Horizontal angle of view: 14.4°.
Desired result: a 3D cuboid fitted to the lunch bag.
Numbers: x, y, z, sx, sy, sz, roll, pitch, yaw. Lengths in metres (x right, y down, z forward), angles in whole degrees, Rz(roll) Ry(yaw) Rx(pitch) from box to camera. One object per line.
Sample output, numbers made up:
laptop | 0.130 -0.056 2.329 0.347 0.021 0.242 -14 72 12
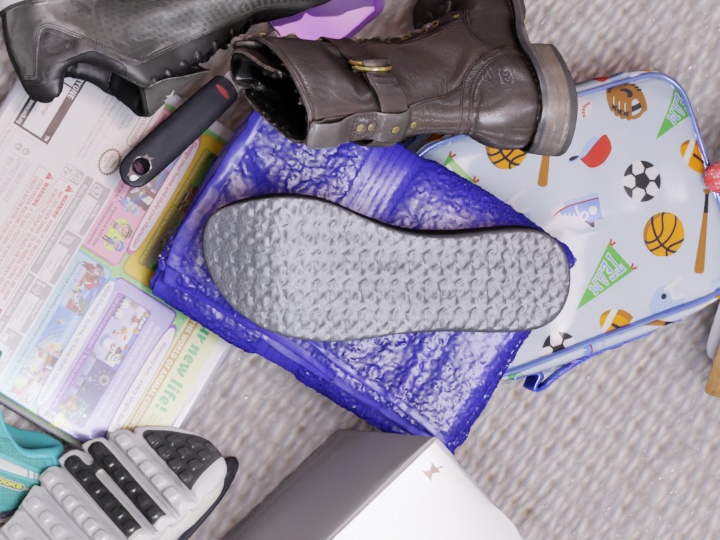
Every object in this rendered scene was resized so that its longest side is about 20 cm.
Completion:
lunch bag | 0.112 -0.020 1.643 0.199 0.076 0.161 -19 95 -16

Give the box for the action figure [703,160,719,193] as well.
action figure | 0.277 -0.075 1.673 0.199 0.052 0.066 -17 98 -32

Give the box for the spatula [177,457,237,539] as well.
spatula | -0.125 0.187 1.584 0.021 0.056 0.200 35 76 -15

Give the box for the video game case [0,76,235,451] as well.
video game case | -0.147 -0.009 1.599 0.182 0.022 0.200 32 79 -12

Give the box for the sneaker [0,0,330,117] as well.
sneaker | -0.105 -0.131 1.577 0.199 0.066 0.091 -7 84 -18

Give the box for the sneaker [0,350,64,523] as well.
sneaker | -0.236 0.050 1.536 0.080 0.078 0.200 -36 114 -2

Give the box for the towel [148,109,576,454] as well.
towel | 0.000 0.000 1.567 0.200 0.050 0.148 31 96 1

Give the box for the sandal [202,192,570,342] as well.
sandal | 0.011 0.003 1.531 0.199 0.043 0.076 8 96 -9

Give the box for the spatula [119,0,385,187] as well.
spatula | -0.067 -0.113 1.613 0.057 0.021 0.200 49 62 -7

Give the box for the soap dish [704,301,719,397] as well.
soap dish | 0.296 -0.010 1.629 0.157 0.081 0.201 -4 123 -33

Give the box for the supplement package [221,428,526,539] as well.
supplement package | 0.010 0.169 1.542 0.120 0.200 0.121 -42 98 -13

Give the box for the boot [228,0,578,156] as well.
boot | 0.011 -0.116 1.552 0.173 0.200 0.070 0 114 -21

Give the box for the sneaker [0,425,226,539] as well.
sneaker | -0.158 0.158 1.552 0.200 0.081 0.075 -34 56 -8
